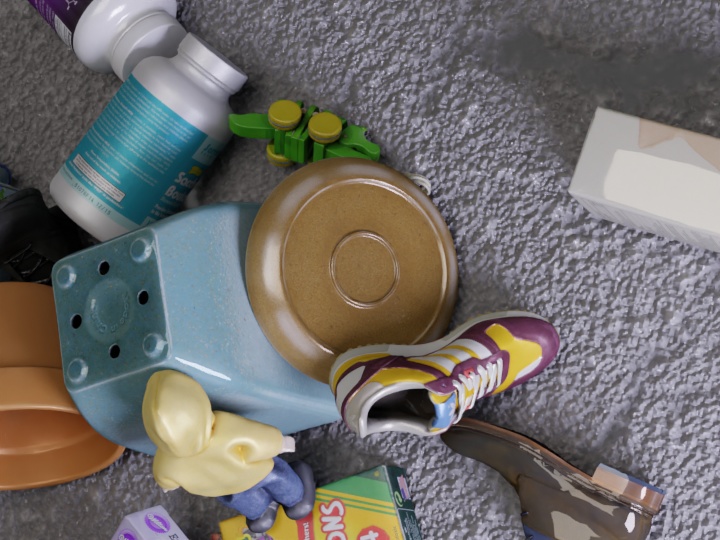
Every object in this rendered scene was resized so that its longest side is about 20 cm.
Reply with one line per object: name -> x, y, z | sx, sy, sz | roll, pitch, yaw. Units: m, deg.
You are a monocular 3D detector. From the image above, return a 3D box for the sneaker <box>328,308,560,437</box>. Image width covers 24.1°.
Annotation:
sneaker -> 0.078, 0.094, 1.389 | 0.199, 0.075, 0.090 | -15, 32, -8

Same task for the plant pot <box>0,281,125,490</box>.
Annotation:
plant pot -> -0.318, 0.101, 1.547 | 0.199, 0.200, 0.141 | -17, 62, 20

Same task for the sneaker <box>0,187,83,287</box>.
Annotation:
sneaker -> -0.298, -0.019, 1.557 | 0.076, 0.200, 0.091 | -30, 79, 12

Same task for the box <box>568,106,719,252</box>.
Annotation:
box -> 0.279, -0.062, 1.364 | 0.199, 0.095, 0.078 | 19, 87, 24

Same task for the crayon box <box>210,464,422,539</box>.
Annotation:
crayon box -> -0.042, 0.260, 1.466 | 0.199, 0.051, 0.127 | -22, 72, 19

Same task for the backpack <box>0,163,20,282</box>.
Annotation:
backpack -> -0.422, -0.021, 1.615 | 0.147, 0.183, 0.201 | 18, 92, 26

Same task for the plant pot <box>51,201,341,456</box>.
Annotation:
plant pot -> -0.155, 0.047, 1.460 | 0.195, 0.200, 0.197 | -18, 73, 27

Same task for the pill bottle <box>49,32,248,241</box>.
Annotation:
pill bottle -> -0.191, -0.121, 1.572 | 0.111, 0.111, 0.200 | 41, 98, 25

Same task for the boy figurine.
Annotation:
boy figurine -> -0.122, 0.152, 1.394 | 0.124, 0.200, 0.065 | -23, 48, 22

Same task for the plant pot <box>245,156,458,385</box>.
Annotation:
plant pot -> 0.000, 0.000, 1.434 | 0.027, 0.199, 0.201 | 165, 111, -64

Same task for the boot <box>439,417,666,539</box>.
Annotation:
boot -> 0.141, 0.189, 1.386 | 0.199, 0.075, 0.097 | 19, 85, 24

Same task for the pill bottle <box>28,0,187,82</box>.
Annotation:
pill bottle -> -0.254, -0.269, 1.627 | 0.112, 0.112, 0.200 | -47, 66, 9

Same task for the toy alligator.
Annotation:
toy alligator -> -0.021, -0.118, 1.532 | 0.199, 0.059, 0.054 | 18, 50, 12

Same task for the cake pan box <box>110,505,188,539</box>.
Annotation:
cake pan box -> -0.176, 0.336, 1.482 | 0.200, 0.052, 0.184 | 46, 117, 25
